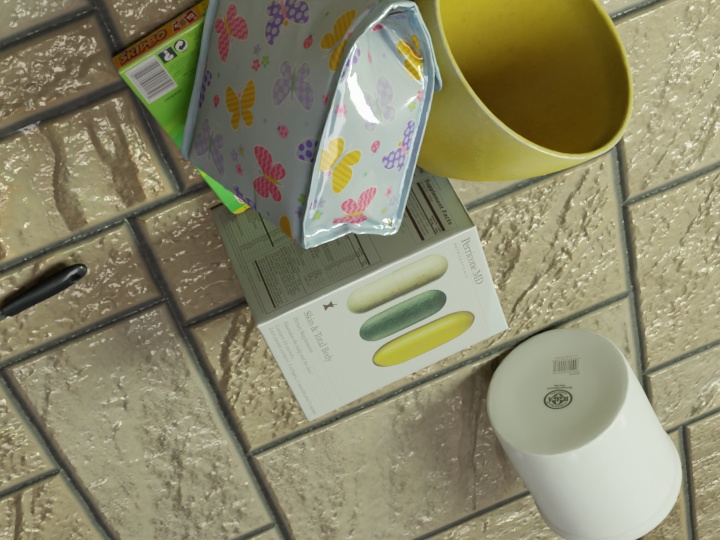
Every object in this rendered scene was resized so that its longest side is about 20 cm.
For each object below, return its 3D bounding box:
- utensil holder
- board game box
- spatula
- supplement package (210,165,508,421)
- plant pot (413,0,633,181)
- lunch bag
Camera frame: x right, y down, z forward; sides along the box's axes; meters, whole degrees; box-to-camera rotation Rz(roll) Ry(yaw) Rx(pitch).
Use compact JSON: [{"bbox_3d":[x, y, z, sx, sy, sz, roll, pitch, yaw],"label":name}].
[{"bbox_3d":[0.240,0.181,1.656,0.170,0.170,0.200,-30,138,4],"label":"utensil holder"},{"bbox_3d":[-0.112,-0.130,1.263,0.095,0.030,0.200,-31,136,4],"label":"board game box"},{"bbox_3d":[-0.322,0.050,1.345,0.200,0.021,0.057,-35,151,7],"label":"spatula"},{"bbox_3d":[0.000,0.000,1.359,0.200,0.151,0.152,-25,138,-2],"label":"supplement package"},{"bbox_3d":[0.099,-0.151,1.248,0.200,0.200,0.142,9,152,-34],"label":"plant pot"},{"bbox_3d":[-0.032,-0.143,1.158,0.127,0.170,0.200,-12,125,-40],"label":"lunch bag"}]
